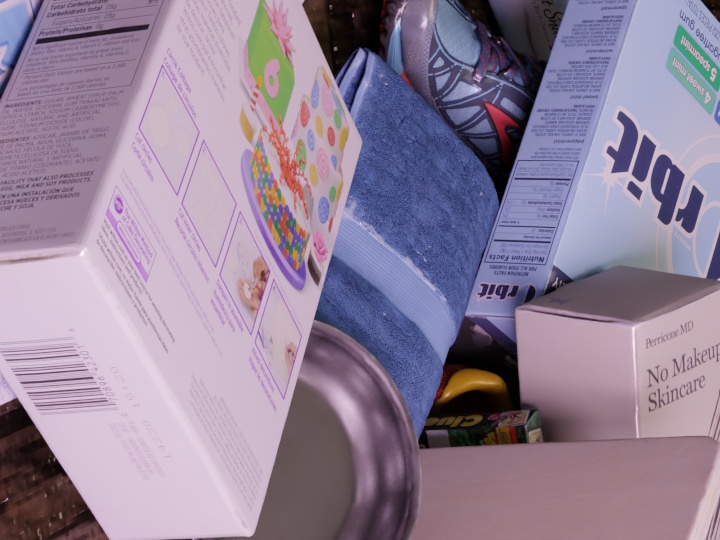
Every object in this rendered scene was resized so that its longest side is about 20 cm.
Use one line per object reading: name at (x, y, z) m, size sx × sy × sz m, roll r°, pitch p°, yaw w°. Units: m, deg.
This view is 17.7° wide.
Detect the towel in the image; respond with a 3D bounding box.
towel at (0.000, 0.000, 0.994) m, size 0.112 × 0.049 × 0.200 m, roll 43°, pitch 41°, yaw -19°

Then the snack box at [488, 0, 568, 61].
snack box at (0.110, -0.194, 1.306) m, size 0.142 × 0.053 × 0.200 m, roll -68°, pitch 144°, yaw -43°

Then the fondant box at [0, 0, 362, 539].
fondant box at (-0.065, -0.027, 0.807) m, size 0.200 × 0.058 × 0.144 m, roll -74°, pitch 150°, yaw -41°

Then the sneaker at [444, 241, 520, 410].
sneaker at (0.072, 0.021, 1.156) m, size 0.200 × 0.080 × 0.086 m, roll 51°, pitch 39°, yaw -53°

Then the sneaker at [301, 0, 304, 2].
sneaker at (-0.057, -0.143, 0.905) m, size 0.200 × 0.080 × 0.071 m, roll 30°, pitch 57°, yaw -63°

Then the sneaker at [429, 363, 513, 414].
sneaker at (0.053, 0.144, 1.076) m, size 0.077 × 0.073 × 0.200 m, roll 160°, pitch -83°, yaw -75°

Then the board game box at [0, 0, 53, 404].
board game box at (-0.147, -0.025, 0.736) m, size 0.200 × 0.037 × 0.152 m, roll -27°, pitch 110°, yaw -65°

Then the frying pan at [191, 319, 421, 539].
frying pan at (-0.030, 0.111, 0.873) m, size 0.115 × 0.031 × 0.190 m, roll 16°, pitch 70°, yaw -32°

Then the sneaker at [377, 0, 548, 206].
sneaker at (0.076, -0.092, 1.162) m, size 0.200 × 0.095 × 0.079 m, roll 52°, pitch 40°, yaw -50°

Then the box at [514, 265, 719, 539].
box at (0.124, 0.105, 1.045) m, size 0.082 × 0.068 × 0.200 m, roll -21°, pitch 112°, yaw -44°

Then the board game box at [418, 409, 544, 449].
board game box at (0.047, 0.162, 1.042) m, size 0.023 × 0.105 × 0.200 m, roll -36°, pitch 117°, yaw -63°

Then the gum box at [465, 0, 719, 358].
gum box at (0.140, -0.029, 1.135) m, size 0.170 × 0.045 × 0.200 m, roll 40°, pitch 63°, yaw -44°

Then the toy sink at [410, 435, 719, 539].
toy sink at (0.052, 0.151, 0.941) m, size 0.130 × 0.200 × 0.112 m, roll -58°, pitch 136°, yaw -54°
